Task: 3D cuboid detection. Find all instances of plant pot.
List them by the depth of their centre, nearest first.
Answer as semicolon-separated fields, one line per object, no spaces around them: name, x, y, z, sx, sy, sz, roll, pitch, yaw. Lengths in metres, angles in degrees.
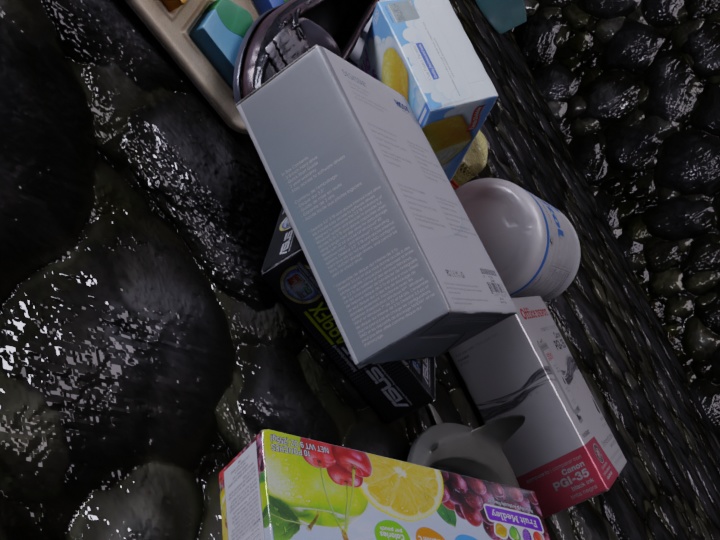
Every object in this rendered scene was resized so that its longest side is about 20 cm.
plant pot;0.414;-0.824;2.671;0.201;0.141;0.142;57;20;-27

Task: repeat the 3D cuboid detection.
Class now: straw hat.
straw hat;0.114;-0.154;1.134;0.201;0.085;0.202;49;23;-28

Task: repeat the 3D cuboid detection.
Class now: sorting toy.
sorting toy;-0.113;-0.234;0.705;0.200;0.036;0.186;47;44;-28

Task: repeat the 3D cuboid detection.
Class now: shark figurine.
shark figurine;0.084;0.138;0.676;0.214;0.089;0.129;25;38;-60

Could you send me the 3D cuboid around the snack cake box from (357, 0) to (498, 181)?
snack cake box;0.042;-0.137;0.810;0.200;0.067;0.116;114;-45;-61

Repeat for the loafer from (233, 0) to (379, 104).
loafer;-0.037;-0.187;0.714;0.072;0.063;0.201;56;39;-30

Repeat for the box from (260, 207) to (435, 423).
box;0.000;0.000;0.722;0.160;0.044;0.200;50;22;-22

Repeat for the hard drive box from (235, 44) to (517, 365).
hard drive box;0.017;-0.041;0.642;0.156;0.077;0.201;8;54;-64

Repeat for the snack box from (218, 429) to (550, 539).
snack box;0.028;0.173;0.462;0.199;0.053;0.143;19;42;-32

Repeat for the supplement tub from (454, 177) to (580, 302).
supplement tub;0.173;-0.028;1.039;0.200;0.131;0.133;8;54;-64

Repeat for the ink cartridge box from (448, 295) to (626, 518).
ink cartridge box;0.176;0.130;0.900;0.201;0.082;0.146;64;21;11

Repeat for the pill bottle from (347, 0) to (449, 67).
pill bottle;0.025;-0.247;0.912;0.116;0.115;0.200;58;-6;-3
